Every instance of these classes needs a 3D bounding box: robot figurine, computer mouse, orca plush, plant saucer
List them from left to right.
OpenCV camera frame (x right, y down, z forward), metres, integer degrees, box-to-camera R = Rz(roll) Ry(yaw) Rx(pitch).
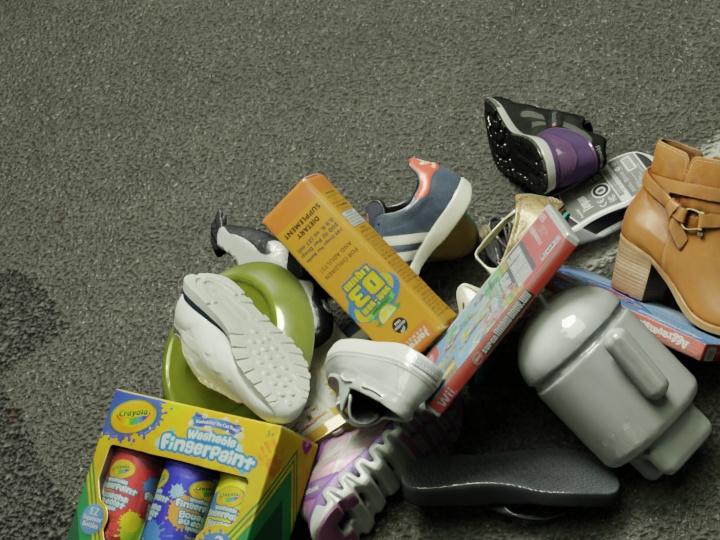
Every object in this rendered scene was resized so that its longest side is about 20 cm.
[{"bbox_3d":[-0.130,0.082,1.748,0.200,0.031,0.201,-18,60,35],"label":"plant saucer"},{"bbox_3d":[-0.079,0.015,1.810,0.200,0.071,0.106,28,105,43],"label":"orca plush"},{"bbox_3d":[0.222,-0.049,1.803,0.200,0.044,0.110,-28,42,3],"label":"computer mouse"},{"bbox_3d":[0.221,0.095,1.589,0.200,0.170,0.113,46,68,2],"label":"robot figurine"}]

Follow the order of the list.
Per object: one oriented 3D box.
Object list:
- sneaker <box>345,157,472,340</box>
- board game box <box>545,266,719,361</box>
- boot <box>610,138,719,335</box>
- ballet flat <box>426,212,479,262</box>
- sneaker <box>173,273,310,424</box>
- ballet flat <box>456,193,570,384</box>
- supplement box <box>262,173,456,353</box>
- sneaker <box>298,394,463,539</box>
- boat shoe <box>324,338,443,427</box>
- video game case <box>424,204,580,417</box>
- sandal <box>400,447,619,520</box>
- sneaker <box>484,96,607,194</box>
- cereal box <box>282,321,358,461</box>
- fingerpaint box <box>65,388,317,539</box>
[{"bbox_3d":[0.027,-0.023,1.779,0.084,0.075,0.200,33,93,-6],"label":"sneaker"},{"bbox_3d":[0.263,0.040,1.675,0.200,0.103,0.020,27,102,36],"label":"board game box"},{"bbox_3d":[0.335,-0.026,1.652,0.200,0.074,0.155,23,106,25],"label":"boot"},{"bbox_3d":[0.022,-0.031,1.845,0.199,0.063,0.069,-15,47,8],"label":"ballet flat"},{"bbox_3d":[-0.115,0.087,1.673,0.076,0.081,0.200,4,32,-38],"label":"sneaker"},{"bbox_3d":[0.133,0.013,1.731,0.065,0.071,0.200,27,82,14],"label":"ballet flat"},{"bbox_3d":[0.000,0.000,1.718,0.200,0.069,0.067,46,103,2],"label":"supplement box"},{"bbox_3d":[0.009,0.172,1.668,0.200,0.081,0.088,-42,42,-16],"label":"sneaker"},{"bbox_3d":[0.010,0.110,1.624,0.069,0.072,0.200,-56,23,-16],"label":"boat shoe"},{"bbox_3d":[0.123,0.033,1.614,0.200,0.017,0.143,-52,8,9],"label":"video game case"},{"bbox_3d":[0.138,0.197,1.616,0.199,0.043,0.076,0,26,16],"label":"sandal"},{"bbox_3d":[0.195,-0.135,1.859,0.087,0.076,0.200,-14,27,-12],"label":"sneaker"},{"bbox_3d":[-0.072,0.109,1.774,0.144,0.040,0.200,-32,46,-9],"label":"cereal box"},{"bbox_3d":[-0.160,0.212,1.649,0.200,0.073,0.167,10,76,32],"label":"fingerpaint box"}]
